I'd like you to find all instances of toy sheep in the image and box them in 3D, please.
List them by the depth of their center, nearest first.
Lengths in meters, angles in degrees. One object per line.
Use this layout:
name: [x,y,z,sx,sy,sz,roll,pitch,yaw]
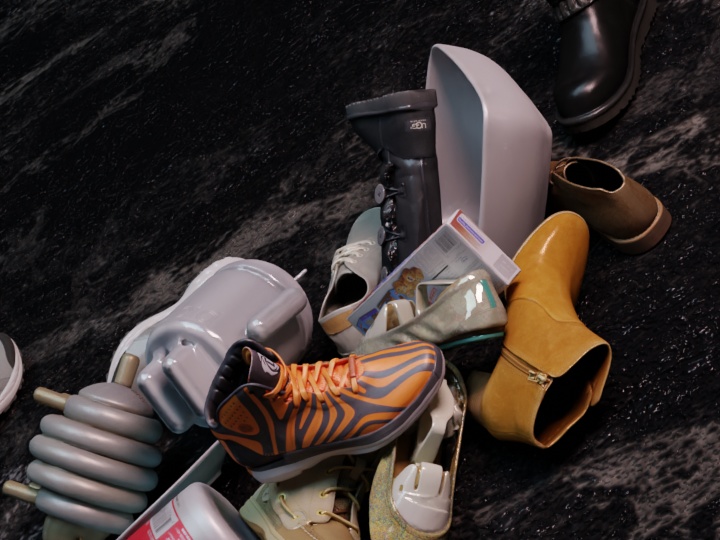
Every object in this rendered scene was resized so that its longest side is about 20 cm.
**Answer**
toy sheep: [-0.249,0.173,1.827,0.138,0.137,0.202,16,89,57]

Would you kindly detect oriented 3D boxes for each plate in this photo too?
plate: [-0.178,0.219,1.731,0.200,0.026,0.200,-45,-1,-1]

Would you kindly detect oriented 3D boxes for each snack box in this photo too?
snack box: [0.058,0.021,1.644,0.024,0.072,0.200,-47,2,-35]

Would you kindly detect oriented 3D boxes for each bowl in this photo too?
bowl: [0.110,-0.085,1.721,0.074,0.202,0.200,-1,24,-13]

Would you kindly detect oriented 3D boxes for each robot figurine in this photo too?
robot figurine: [-0.117,0.064,1.775,0.169,0.113,0.200,-25,13,41]

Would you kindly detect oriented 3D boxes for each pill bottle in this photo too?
pill bottle: [-0.173,0.279,1.620,0.200,0.112,0.112,-41,29,3]

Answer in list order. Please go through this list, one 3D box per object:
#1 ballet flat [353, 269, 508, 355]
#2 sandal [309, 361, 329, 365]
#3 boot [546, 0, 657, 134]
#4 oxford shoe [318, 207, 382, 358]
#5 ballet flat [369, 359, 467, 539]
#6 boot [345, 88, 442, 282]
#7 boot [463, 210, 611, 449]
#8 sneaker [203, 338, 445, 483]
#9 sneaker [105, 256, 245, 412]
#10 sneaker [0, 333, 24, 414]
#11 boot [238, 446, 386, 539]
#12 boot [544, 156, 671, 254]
ballet flat: [0.051,0.044,1.615,0.067,0.063,0.199,-10,-9,-39]
sandal: [-0.033,0.112,1.731,0.199,0.054,0.081,-15,39,40]
boot: [0.193,-0.244,1.822,0.079,0.158,0.212,-18,37,36]
oxford shoe: [0.000,0.000,1.840,0.075,0.058,0.201,-28,30,28]
ballet flat: [0.049,0.153,1.537,0.070,0.071,0.201,-22,41,32]
boot: [0.035,-0.056,1.776,0.065,0.202,0.165,-7,2,-11]
boot: [0.161,0.047,1.555,0.202,0.071,0.144,-62,24,-9]
sneaker: [-0.037,0.093,1.540,0.199,0.112,0.078,-29,37,19]
sneaker: [-0.167,0.071,1.890,0.200,0.074,0.079,-46,35,-6]
sneaker: [-0.432,0.139,2.147,0.074,0.079,0.201,-21,33,35]
boot: [-0.011,0.173,1.590,0.156,0.073,0.200,-55,24,-5]
boot: [0.186,-0.075,1.694,0.074,0.075,0.200,-49,28,-10]
